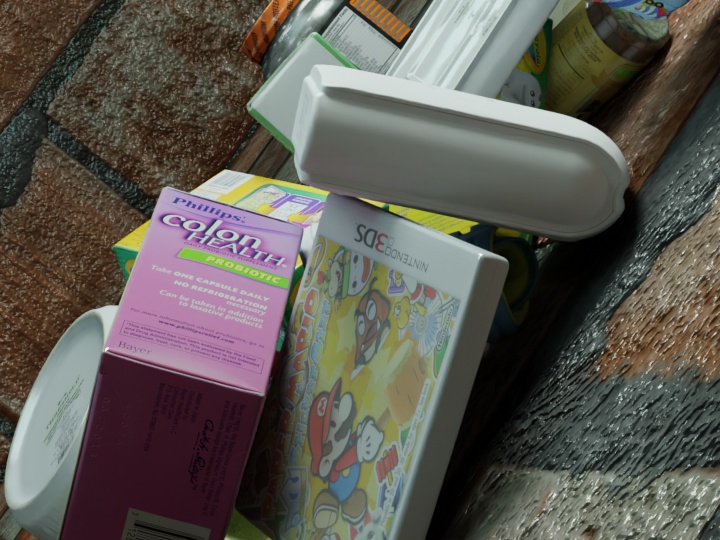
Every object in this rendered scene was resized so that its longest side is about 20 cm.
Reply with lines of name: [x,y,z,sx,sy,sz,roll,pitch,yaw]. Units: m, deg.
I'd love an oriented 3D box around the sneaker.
sneaker: [0.039,0.005,1.226,0.130,0.080,0.200,-29,31,-2]

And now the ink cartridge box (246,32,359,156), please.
ink cartridge box: [0.001,-0.101,1.556,0.083,0.146,0.200,-49,-4,3]

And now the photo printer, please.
photo printer: [0.061,-0.070,1.174,0.166,0.198,0.070,-108,30,-80]

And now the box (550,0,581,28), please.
box: [0.174,-0.239,1.505,0.200,0.096,0.177,-41,16,49]

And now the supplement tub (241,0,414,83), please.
supplement tub: [0.001,-0.167,1.716,0.123,0.200,0.123,-52,0,0]

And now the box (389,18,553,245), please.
box: [0.073,-0.074,1.347,0.117,0.048,0.202,-20,54,51]

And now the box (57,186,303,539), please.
box: [-0.110,0.080,1.192,0.200,0.096,0.177,-82,8,-61]

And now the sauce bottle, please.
sauce bottle: [0.136,-0.126,1.389,0.200,0.065,0.065,-44,13,43]

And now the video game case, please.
video game case: [0.000,0.069,1.095,0.182,0.023,0.202,25,100,60]

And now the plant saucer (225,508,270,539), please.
plant saucer: [-0.037,0.155,1.257,0.200,0.048,0.200,-50,10,15]

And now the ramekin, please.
ramekin: [-0.182,0.121,1.458,0.200,0.104,0.201,-47,28,35]

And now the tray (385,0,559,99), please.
tray: [0.077,-0.170,1.330,0.201,0.022,0.107,-57,42,7]

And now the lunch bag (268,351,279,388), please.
lunch bag: [-0.073,0.098,1.549,0.200,0.082,0.176,-46,8,26]

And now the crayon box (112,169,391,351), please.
crayon box: [-0.075,-0.010,1.432,0.118,0.059,0.199,-36,31,-29]

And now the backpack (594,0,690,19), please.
backpack: [0.206,-0.235,1.202,0.200,0.134,0.183,-48,18,24]
